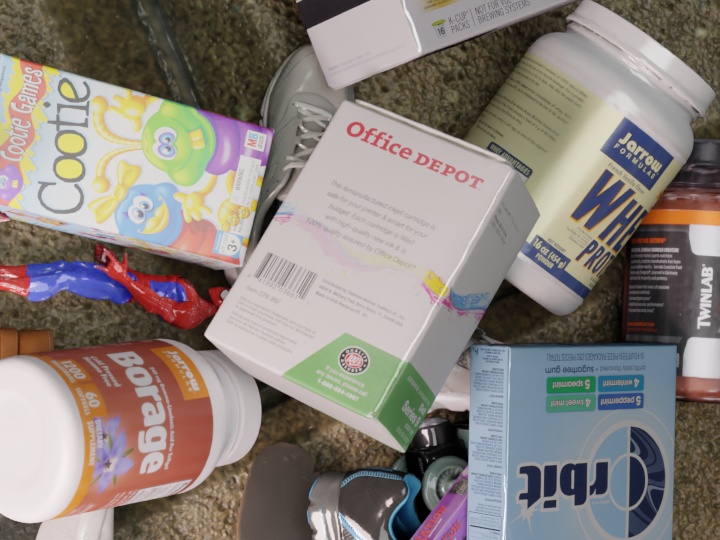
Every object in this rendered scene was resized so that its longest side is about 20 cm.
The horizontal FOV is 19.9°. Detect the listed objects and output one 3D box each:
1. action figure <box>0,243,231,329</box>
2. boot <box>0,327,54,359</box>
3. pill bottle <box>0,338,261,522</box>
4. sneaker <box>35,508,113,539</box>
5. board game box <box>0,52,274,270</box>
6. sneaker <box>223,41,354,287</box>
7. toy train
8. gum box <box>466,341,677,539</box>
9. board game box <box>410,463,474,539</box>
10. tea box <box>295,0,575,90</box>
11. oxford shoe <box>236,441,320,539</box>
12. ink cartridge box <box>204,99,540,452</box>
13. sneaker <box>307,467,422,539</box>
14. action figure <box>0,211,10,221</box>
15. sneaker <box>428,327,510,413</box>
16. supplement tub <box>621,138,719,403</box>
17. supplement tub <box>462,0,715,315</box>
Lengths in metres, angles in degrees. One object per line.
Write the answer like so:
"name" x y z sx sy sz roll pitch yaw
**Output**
"action figure" -0.181 0.008 1.478 0.199 0.065 0.052 14 95 -17
"boot" -0.292 0.056 1.440 0.155 0.077 0.201 -10 94 -14
"pill bottle" -0.165 0.106 1.421 0.200 0.112 0.113 -6 90 -50
"sneaker" -0.193 0.249 1.476 0.088 0.075 0.201 11 91 -27
"board game box" -0.177 -0.074 1.462 0.199 0.105 0.103 14 85 -15
"sneaker" -0.041 -0.074 1.507 0.075 0.092 0.201 15 84 -14
"toy train" 0.095 0.202 1.546 0.114 0.085 0.201 -14 93 -25
"gum box" 0.154 0.153 1.477 0.169 0.044 0.201 2 91 -38
"board game box" 0.109 0.191 1.487 0.200 0.032 0.120 -48 122 -26
"tea box" 0.052 -0.262 1.494 0.200 0.133 0.197 -22 95 -31
"oxford shoe" -0.062 0.228 1.511 0.071 0.071 0.201 4 72 -17
"ink cartridge box" 0.011 0.001 1.411 0.145 0.088 0.200 24 78 26
"sneaker" 0.024 0.238 1.484 0.082 0.073 0.201 -11 104 25
"action figure" -0.316 -0.066 1.381 0.199 0.149 0.134 18 115 17
"sneaker" 0.076 0.066 1.543 0.199 0.075 0.082 -4 91 -15
"supplement tub" 0.256 0.001 1.579 0.107 0.107 0.201 3 88 -15
"supplement tub" 0.154 -0.084 1.515 0.145 0.145 0.200 35 94 -12
